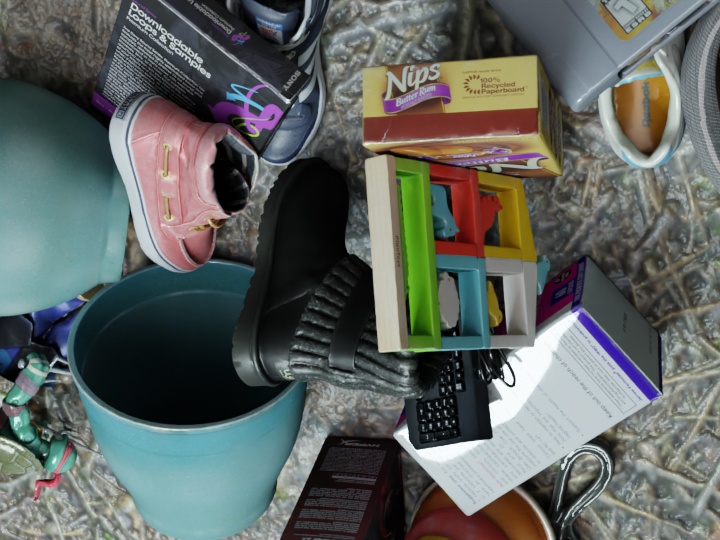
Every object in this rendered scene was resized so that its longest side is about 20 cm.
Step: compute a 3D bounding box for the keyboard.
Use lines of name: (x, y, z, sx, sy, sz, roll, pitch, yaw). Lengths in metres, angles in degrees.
keyboard: (0.063, 0.036, 0.904, 0.104, 0.040, 0.201, -16, 74, 35)

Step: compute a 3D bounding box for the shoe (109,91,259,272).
shoe: (-0.127, -0.053, 0.900, 0.091, 0.072, 0.200, 21, 150, 20)

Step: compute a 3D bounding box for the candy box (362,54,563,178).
candy box: (0.080, -0.102, 0.816, 0.116, 0.200, 0.057, -1, 88, 15)

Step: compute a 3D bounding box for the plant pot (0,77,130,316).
plant pot: (-0.257, -0.055, 0.940, 0.134, 0.200, 0.201, 6, 117, -15)

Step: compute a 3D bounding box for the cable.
cable: (0.181, 0.237, 1.047, 0.097, 0.050, 0.201, 13, 105, 27)

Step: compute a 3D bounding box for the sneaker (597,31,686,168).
sneaker: (0.199, -0.173, 0.820, 0.076, 0.081, 0.201, -10, 105, 19)

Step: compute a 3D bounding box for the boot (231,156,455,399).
boot: (0.001, 0.002, 0.881, 0.157, 0.212, 0.079, -3, 150, 26)

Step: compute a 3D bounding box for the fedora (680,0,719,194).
fedora: (0.318, -0.128, 0.805, 0.176, 0.090, 0.201, -23, 95, 19)

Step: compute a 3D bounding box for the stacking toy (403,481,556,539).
stacking toy: (0.071, 0.261, 0.970, 0.146, 0.200, 0.147, 4, 98, 29)

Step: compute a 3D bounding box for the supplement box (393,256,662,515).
supplement box: (0.138, 0.097, 0.947, 0.200, 0.101, 0.103, -40, 100, 25)

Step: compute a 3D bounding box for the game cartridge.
game cartridge: (0.185, -0.220, 0.772, 0.200, 0.042, 0.133, -40, 80, 16)

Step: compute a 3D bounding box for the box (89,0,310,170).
box: (-0.130, -0.137, 0.887, 0.143, 0.036, 0.200, 38, 153, -5)

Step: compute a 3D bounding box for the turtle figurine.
turtle figurine: (-0.325, 0.134, 1.049, 0.199, 0.101, 0.150, 24, 135, -11)

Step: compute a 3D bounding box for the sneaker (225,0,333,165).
sneaker: (-0.064, -0.163, 0.874, 0.070, 0.109, 0.201, 16, 116, 7)

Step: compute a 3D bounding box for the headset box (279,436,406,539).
headset box: (-0.014, 0.262, 1.004, 0.075, 0.200, 0.149, 1, 113, 14)

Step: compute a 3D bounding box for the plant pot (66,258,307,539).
plant pot: (-0.141, 0.124, 0.987, 0.199, 0.200, 0.188, 11, 131, 9)

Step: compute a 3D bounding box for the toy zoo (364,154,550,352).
toy zoo: (0.078, -0.008, 0.826, 0.020, 0.200, 0.132, -8, 83, 39)

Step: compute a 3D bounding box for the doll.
doll: (-0.308, 0.055, 1.067, 0.200, 0.049, 0.137, -27, 114, 29)
